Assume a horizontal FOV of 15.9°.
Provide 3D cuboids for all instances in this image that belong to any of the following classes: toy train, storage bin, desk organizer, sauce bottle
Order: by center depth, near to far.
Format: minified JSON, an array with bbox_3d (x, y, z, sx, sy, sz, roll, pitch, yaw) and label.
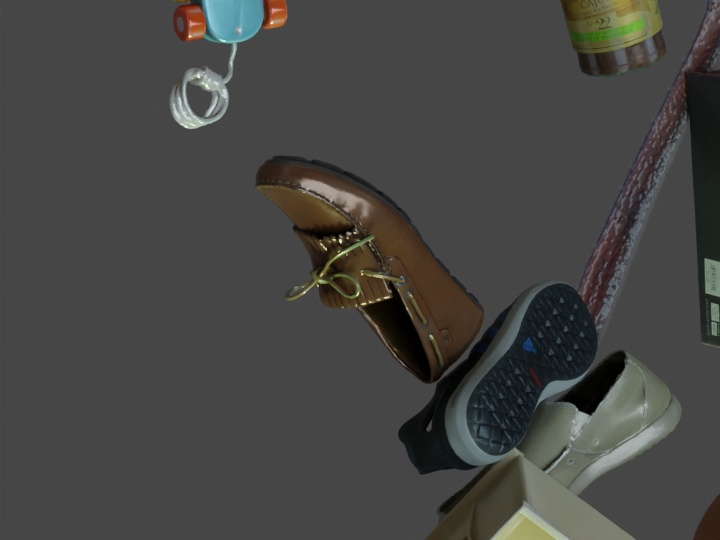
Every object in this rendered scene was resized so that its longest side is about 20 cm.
[{"bbox_3d":[-0.138,-0.185,1.533,0.200,0.056,0.150,45,75,-28],"label":"toy train"},{"bbox_3d":[0.115,0.253,1.685,0.200,0.094,0.199,36,109,-15],"label":"storage bin"},{"bbox_3d":[0.151,-0.229,1.710,0.065,0.065,0.200,-29,112,-26],"label":"sauce bottle"},{"bbox_3d":[0.288,-0.046,1.832,0.077,0.072,0.200,-14,107,-34],"label":"desk organizer"}]

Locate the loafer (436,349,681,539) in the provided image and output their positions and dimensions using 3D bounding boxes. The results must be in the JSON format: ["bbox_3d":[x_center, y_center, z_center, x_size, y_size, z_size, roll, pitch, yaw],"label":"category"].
[{"bbox_3d":[0.125,0.121,1.754,0.200,0.076,0.068,-33,105,-21],"label":"loafer"}]

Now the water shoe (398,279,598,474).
[{"bbox_3d":[0.089,0.067,1.720,0.200,0.079,0.072,-41,107,-52],"label":"water shoe"}]

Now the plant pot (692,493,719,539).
[{"bbox_3d":[0.333,0.226,1.870,0.200,0.140,0.200,-6,102,-32],"label":"plant pot"}]

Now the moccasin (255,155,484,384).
[{"bbox_3d":[-0.001,0.000,1.650,0.201,0.074,0.078,49,63,-40],"label":"moccasin"}]
